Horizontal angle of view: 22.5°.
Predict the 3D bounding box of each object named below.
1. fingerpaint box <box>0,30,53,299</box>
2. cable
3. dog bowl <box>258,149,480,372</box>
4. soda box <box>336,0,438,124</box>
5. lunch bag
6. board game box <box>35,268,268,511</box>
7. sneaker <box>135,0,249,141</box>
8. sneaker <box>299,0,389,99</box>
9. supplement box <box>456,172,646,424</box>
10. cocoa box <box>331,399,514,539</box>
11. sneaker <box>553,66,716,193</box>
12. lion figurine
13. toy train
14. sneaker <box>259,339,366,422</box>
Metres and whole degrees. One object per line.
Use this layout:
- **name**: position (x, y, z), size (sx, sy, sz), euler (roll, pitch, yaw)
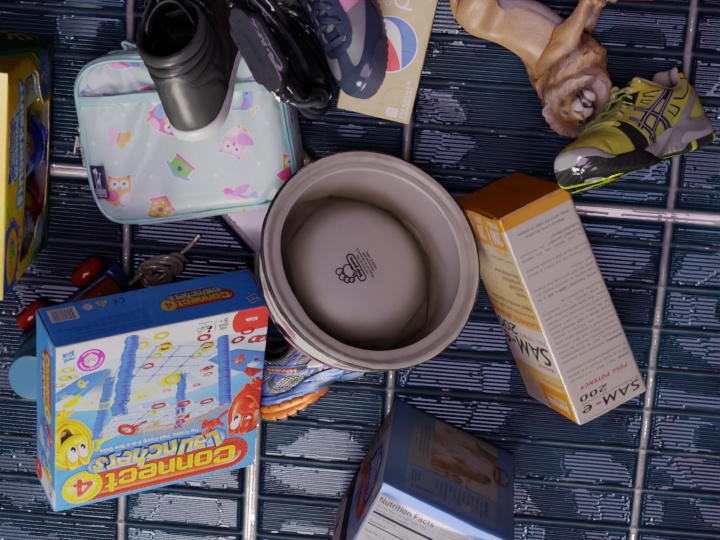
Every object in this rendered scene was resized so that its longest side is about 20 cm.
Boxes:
- **fingerpaint box**: position (-0.322, -0.096, 1.586), size (0.073, 0.167, 0.201), euler (6, 107, 3)
- **cable**: position (-0.075, -0.223, 1.530), size (0.051, 0.163, 0.201), euler (-30, 92, 17)
- **dog bowl**: position (0.000, 0.000, 1.581), size (0.199, 0.074, 0.201), euler (6, 70, -18)
- **soda box**: position (0.034, -0.235, 1.568), size (0.067, 0.064, 0.201), euler (13, 109, 0)
- **lunch bag**: position (-0.156, -0.129, 1.609), size (0.199, 0.077, 0.161), euler (-6, 108, 5)
- **board game box**: position (-0.188, 0.107, 1.622), size (0.199, 0.056, 0.196), euler (-12, 131, -23)
- **sneaker**: position (-0.139, -0.214, 1.514), size (0.070, 0.201, 0.099), euler (-5, 142, 11)
- **sneaker**: position (-0.037, -0.235, 1.520), size (0.070, 0.082, 0.201), euler (-36, 63, 44)
- **supplement box**: position (0.165, 0.023, 1.600), size (0.073, 0.126, 0.201), euler (-26, 104, -11)
- **cocoa box**: position (0.056, 0.230, 1.643), size (0.133, 0.200, 0.132), euler (25, 108, -3)
- **sneaker**: position (0.223, -0.119, 1.541), size (0.075, 0.200, 0.077), euler (-20, 92, 43)
- **lion figurine**: position (0.143, -0.212, 1.573), size (0.200, 0.072, 0.123), euler (35, 115, 8)
- **toy train**: position (-0.233, 0.038, 1.648), size (0.200, 0.116, 0.085), euler (-36, 102, 14)
- **sneaker**: position (-0.024, 0.064, 1.665), size (0.200, 0.075, 0.079), euler (-31, 100, 11)
